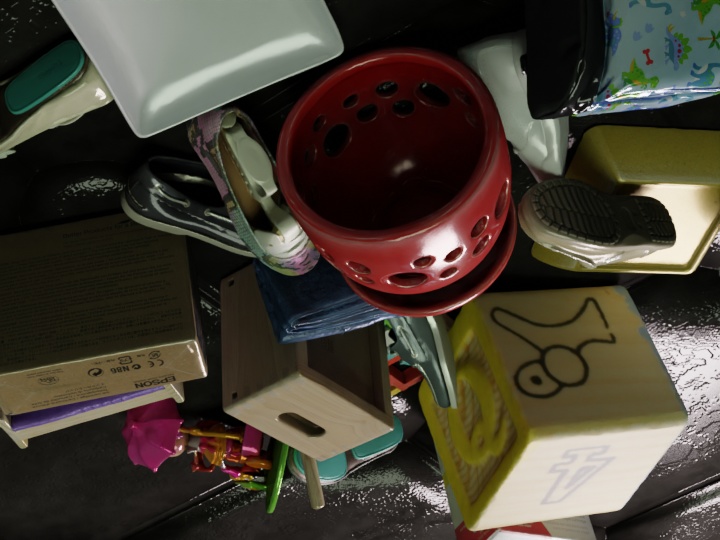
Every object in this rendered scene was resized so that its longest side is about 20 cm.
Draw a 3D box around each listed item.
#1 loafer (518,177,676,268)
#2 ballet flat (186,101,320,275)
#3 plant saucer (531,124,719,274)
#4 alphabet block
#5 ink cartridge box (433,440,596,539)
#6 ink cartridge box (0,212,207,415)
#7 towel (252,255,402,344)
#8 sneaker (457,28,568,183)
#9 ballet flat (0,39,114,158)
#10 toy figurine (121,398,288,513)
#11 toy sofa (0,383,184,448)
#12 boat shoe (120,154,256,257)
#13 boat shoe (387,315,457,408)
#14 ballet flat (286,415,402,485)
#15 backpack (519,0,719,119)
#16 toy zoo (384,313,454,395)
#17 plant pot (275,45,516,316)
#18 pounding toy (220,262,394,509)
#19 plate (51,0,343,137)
[{"bbox_3d":[0.220,-0.037,1.412,0.199,0.076,0.068,8,146,-38],"label":"loafer"},{"bbox_3d":[-0.089,-0.069,1.336,0.069,0.071,0.201,-38,117,-15],"label":"ballet flat"},{"bbox_3d":[0.299,-0.060,1.517,0.199,0.049,0.201,1,140,-15],"label":"plant saucer"},{"bbox_3d":[0.205,0.148,1.617,0.199,0.196,0.197,-2,139,-23],"label":"alphabet block"},{"bbox_3d":[0.179,0.252,1.755,0.144,0.201,0.084,12,134,-27],"label":"ink cartridge box"},{"bbox_3d":[-0.254,0.035,1.402,0.199,0.166,0.075,-10,144,0],"label":"ink cartridge box"},{"bbox_3d":[0.000,0.000,1.441,0.199,0.112,0.049,-15,147,-15],"label":"towel"},{"bbox_3d":[0.142,-0.149,1.362,0.088,0.076,0.200,-3,144,18],"label":"sneaker"},{"bbox_3d":[-0.298,-0.131,1.271,0.199,0.070,0.070,-23,141,14],"label":"ballet flat"},{"bbox_3d":[-0.178,0.189,1.676,0.183,0.151,0.200,10,164,-5],"label":"toy figurine"},{"bbox_3d":[-0.292,0.108,1.551,0.199,0.083,0.098,-16,143,6],"label":"toy sofa"},{"bbox_3d":[-0.122,-0.064,1.387,0.199,0.073,0.063,11,140,-19],"label":"boat shoe"},{"bbox_3d":[0.054,0.062,1.550,0.061,0.073,0.201,-16,115,10],"label":"boat shoe"},{"bbox_3d":[-0.032,0.211,1.715,0.068,0.068,0.199,-16,174,40],"label":"ballet flat"},{"bbox_3d":[0.250,-0.207,1.239,0.199,0.164,0.153,0,-179,-33],"label":"backpack"},{"bbox_3d":[0.017,0.101,1.668,0.199,0.021,0.131,-30,138,22],"label":"toy zoo"},{"bbox_3d":[0.042,-0.072,1.325,0.199,0.202,0.183,-17,151,7],"label":"plant pot"},{"bbox_3d":[-0.057,0.115,1.531,0.142,0.185,0.200,-26,140,28],"label":"pounding toy"},{"bbox_3d":[-0.134,-0.217,1.213,0.198,0.032,0.200,-22,141,4],"label":"plate"}]
